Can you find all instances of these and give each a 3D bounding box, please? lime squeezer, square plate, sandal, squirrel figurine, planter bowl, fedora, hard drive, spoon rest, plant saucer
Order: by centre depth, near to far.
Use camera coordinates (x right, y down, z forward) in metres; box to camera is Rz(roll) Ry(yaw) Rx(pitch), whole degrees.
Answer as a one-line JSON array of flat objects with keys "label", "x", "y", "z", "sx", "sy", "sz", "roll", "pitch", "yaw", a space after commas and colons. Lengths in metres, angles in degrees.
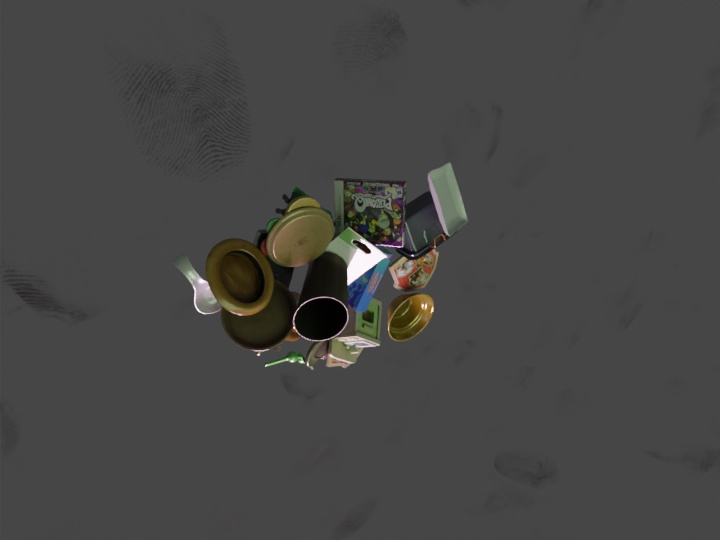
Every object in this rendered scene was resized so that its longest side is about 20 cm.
[{"label": "fedora", "x": -0.319, "y": 0.021, "z": 1.347, "sx": 0.200, "sy": 0.082, "sz": 0.202, "roll": 13, "pitch": 70, "yaw": -38}, {"label": "spoon rest", "x": -0.408, "y": 0.042, "z": 1.360, "sx": 0.099, "sy": 0.061, "sz": 0.200, "roll": -37, "pitch": 136, "yaw": -10}, {"label": "plant saucer", "x": -0.269, "y": 0.115, "z": 1.404, "sx": 0.200, "sy": 0.200, "sz": 0.029, "roll": -35, "pitch": 174, "yaw": -13}, {"label": "hard drive", "x": -0.245, "y": -0.025, "z": 1.451, "sx": 0.134, "sy": 0.042, "sz": 0.201, "roll": -7, "pitch": 125, "yaw": -35}, {"label": "squirrel figurine", "x": -0.254, "y": 0.155, "z": 1.514, "sx": 0.186, "sy": 0.142, "sz": 0.200, "roll": -33, "pitch": 156, "yaw": 10}, {"label": "square plate", "x": 0.263, "y": -0.219, "z": 1.606, "sx": 0.200, "sy": 0.028, "sz": 0.199, "roll": -34, "pitch": 109, "yaw": -57}, {"label": "lime squeezer", "x": -0.212, "y": 0.298, "z": 1.722, "sx": 0.199, "sy": 0.038, "sz": 0.071, "roll": 14, "pitch": 111, "yaw": -44}, {"label": "sandal", "x": -0.100, "y": 0.253, "z": 1.756, "sx": 0.200, "sy": 0.057, "sz": 0.080, "roll": -33, "pitch": 141, "yaw": -21}, {"label": "planter bowl", "x": 0.159, "y": 0.145, "z": 1.869, "sx": 0.200, "sy": 0.083, "sz": 0.201, "roll": -21, "pitch": 132, "yaw": -25}]

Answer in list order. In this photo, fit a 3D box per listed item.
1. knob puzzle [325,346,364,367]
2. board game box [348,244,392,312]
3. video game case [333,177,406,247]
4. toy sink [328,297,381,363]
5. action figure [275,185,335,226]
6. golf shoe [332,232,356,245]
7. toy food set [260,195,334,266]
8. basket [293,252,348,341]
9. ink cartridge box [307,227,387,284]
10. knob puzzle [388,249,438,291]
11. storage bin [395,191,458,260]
[{"label": "knob puzzle", "x": -0.028, "y": 0.234, "z": 1.777, "sx": 0.219, "sy": 0.030, "sz": 0.221, "roll": -21, "pitch": 117, "yaw": -48}, {"label": "board game box", "x": 0.000, "y": 0.000, "z": 1.585, "sx": 0.045, "sy": 0.152, "sz": 0.201, "roll": 9, "pitch": 114, "yaw": -41}, {"label": "video game case", "x": 0.026, "y": -0.161, "z": 1.456, "sx": 0.036, "sy": 0.199, "sz": 0.182, "roll": -61, "pitch": 154, "yaw": -63}, {"label": "toy sink", "x": -0.012, "y": 0.183, "z": 1.668, "sx": 0.130, "sy": 0.112, "sz": 0.201, "roll": 28, "pitch": 61, "yaw": -46}, {"label": "action figure", "x": -0.138, "y": -0.150, "z": 1.436, "sx": 0.200, "sy": 0.055, "sz": 0.119, "roll": 18, "pitch": 107, "yaw": -48}, {"label": "golf shoe", "x": -0.015, "y": -0.113, "z": 1.534, "sx": 0.072, "sy": 0.092, "sz": 0.201, "roll": 11, "pitch": 115, "yaw": -46}, {"label": "toy food set", "x": -0.163, "y": -0.090, "z": 1.380, "sx": 0.198, "sy": 0.049, "sz": 0.200, "roll": -39, "pitch": 142, "yaw": 4}, {"label": "basket", "x": -0.098, "y": 0.060, "z": 1.428, "sx": 0.135, "sy": 0.201, "sz": 0.181, "roll": 22, "pitch": 130, "yaw": -15}, {"label": "ink cartridge box", "x": -0.038, "y": -0.045, "z": 1.492, "sx": 0.145, "sy": 0.048, "sz": 0.200, "roll": 35, "pitch": 130, "yaw": -21}, {"label": "knob puzzle", "x": 0.199, "y": 0.001, "z": 1.822, "sx": 0.219, "sy": 0.030, "sz": 0.221, "roll": -21, "pitch": 132, "yaw": -26}, {"label": "storage bin", "x": 0.196, "y": -0.146, "z": 1.654, "sx": 0.200, "sy": 0.145, "sz": 0.135, "roll": -34, "pitch": 126, "yaw": -14}]
